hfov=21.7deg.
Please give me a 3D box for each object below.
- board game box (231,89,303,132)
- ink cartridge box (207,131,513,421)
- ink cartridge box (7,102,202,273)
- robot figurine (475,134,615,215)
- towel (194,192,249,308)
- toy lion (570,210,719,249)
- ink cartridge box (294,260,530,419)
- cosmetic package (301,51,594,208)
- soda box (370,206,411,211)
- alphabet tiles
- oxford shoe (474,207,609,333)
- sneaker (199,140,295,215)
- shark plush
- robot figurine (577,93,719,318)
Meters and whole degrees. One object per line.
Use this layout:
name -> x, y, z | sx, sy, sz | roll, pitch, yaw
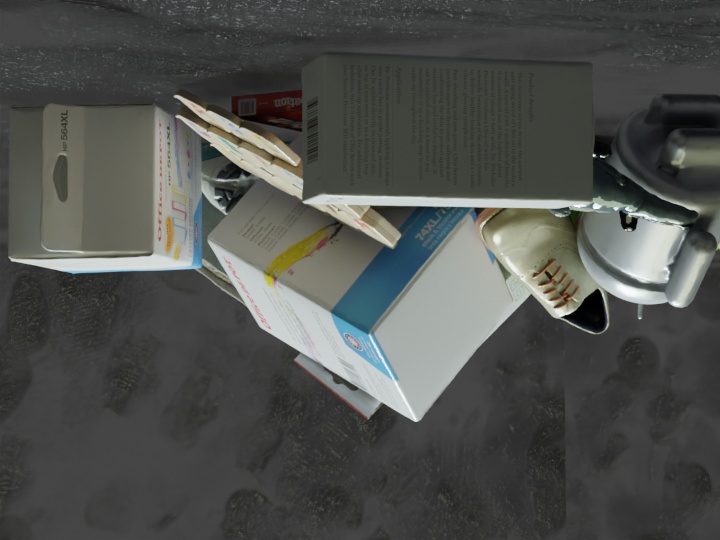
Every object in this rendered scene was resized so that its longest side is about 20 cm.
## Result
board game box -> -0.009, -0.126, 1.544 | 0.102, 0.020, 0.200 | -1, 177, 31
ink cartridge box -> 0.000, 0.000, 1.635 | 0.199, 0.146, 0.147 | 29, 160, 34
ink cartridge box -> -0.214, -0.067, 1.580 | 0.124, 0.130, 0.200 | -1, 177, 7
robot figurine -> 0.189, -0.059, 1.781 | 0.124, 0.151, 0.199 | 13, -175, 40
towel -> -0.073, -0.021, 1.784 | 0.199, 0.133, 0.035 | 35, 152, 14
toy lion -> 0.246, -0.036, 1.700 | 0.191, 0.069, 0.200 | -36, 146, 16
ink cartridge box -> 0.048, 0.049, 1.709 | 0.109, 0.200, 0.050 | 36, 164, 36
cosmetic package -> 0.061, -0.097, 1.329 | 0.199, 0.102, 0.071 | 1, 177, -15
soda box -> 0.082, -0.092, 1.523 | 0.198, 0.065, 0.068 | -6, 173, -1
alphabet tiles -> -0.059, -0.076, 1.484 | 0.199, 0.015, 0.196 | 29, 172, 40
oxford shoe -> 0.163, -0.006, 1.582 | 0.071, 0.074, 0.200 | -36, 146, 17
sneaker -> -0.076, -0.099, 1.747 | 0.199, 0.078, 0.080 | -1, -155, -42
shark plush -> 0.160, -0.074, 1.424 | 0.200, 0.091, 0.083 | 38, 149, 0
robot figurine -> 0.244, -0.052, 1.530 | 0.112, 0.170, 0.201 | 2, 137, -16
